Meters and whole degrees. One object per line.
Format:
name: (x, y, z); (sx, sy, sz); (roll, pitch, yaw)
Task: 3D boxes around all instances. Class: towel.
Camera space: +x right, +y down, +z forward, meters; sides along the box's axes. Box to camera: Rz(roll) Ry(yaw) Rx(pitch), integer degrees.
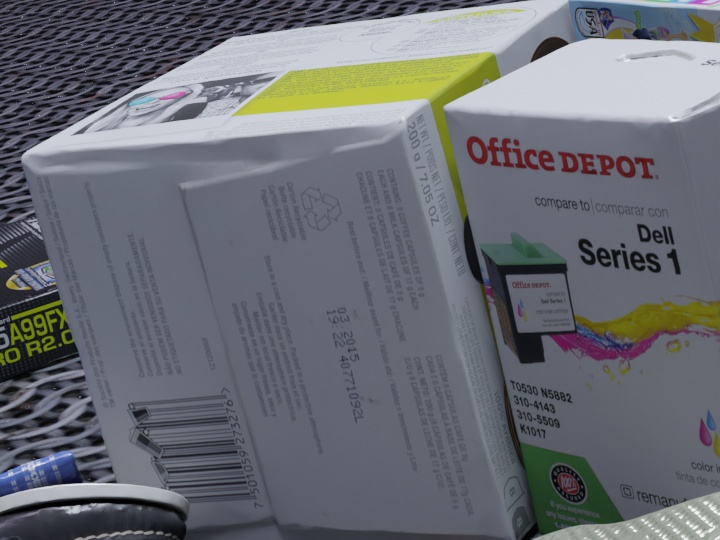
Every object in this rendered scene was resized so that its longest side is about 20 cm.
towel: (-0.231, 0.118, 1.236); (0.200, 0.024, 0.145); (-16, -6, -7)

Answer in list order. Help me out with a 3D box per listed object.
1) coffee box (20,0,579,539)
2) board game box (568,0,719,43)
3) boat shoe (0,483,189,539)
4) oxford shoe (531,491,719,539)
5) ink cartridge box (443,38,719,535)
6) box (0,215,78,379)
coffee box: (0.000, 0.000, 1.208); (0.200, 0.200, 0.198); (-5, 18, 30)
board game box: (0.165, -0.029, 1.169); (0.034, 0.200, 0.134); (-22, 18, -27)
boat shoe: (-0.171, 0.138, 1.142); (0.200, 0.060, 0.074); (-9, -27, -1)
oxford shoe: (0.093, 0.128, 0.975); (0.200, 0.058, 0.075); (-19, 15, 44)
ink cartridge box: (0.126, 0.014, 1.058); (0.084, 0.200, 0.145); (-24, 19, -33)
box: (-0.238, 0.022, 1.609); (0.160, 0.044, 0.200); (-19, 17, -15)
